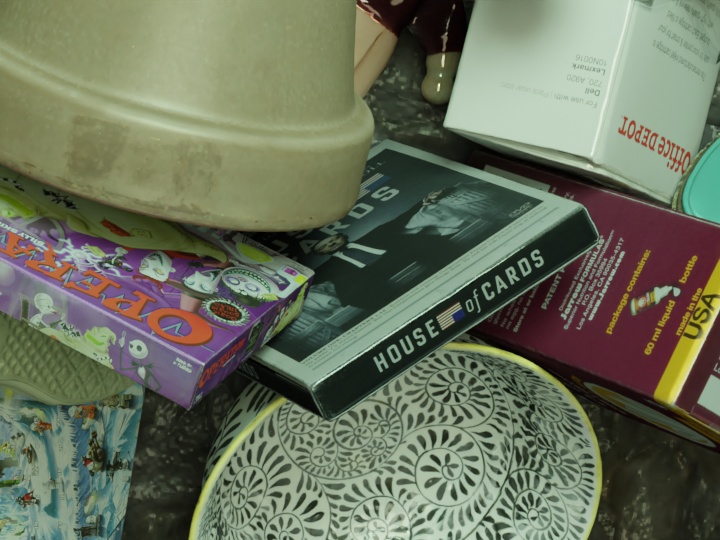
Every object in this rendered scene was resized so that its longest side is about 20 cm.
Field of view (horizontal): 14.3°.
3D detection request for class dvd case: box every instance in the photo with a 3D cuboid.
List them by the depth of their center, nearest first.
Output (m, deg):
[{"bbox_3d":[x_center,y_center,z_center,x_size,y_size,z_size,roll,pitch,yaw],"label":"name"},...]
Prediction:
[{"bbox_3d":[0.000,0.000,1.313,0.150,0.200,0.025,-34,113,-16],"label":"dvd case"}]

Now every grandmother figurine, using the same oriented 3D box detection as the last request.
[{"bbox_3d":[0.001,-0.126,1.391,0.121,0.061,0.200,37,88,-17],"label":"grandmother figurine"}]

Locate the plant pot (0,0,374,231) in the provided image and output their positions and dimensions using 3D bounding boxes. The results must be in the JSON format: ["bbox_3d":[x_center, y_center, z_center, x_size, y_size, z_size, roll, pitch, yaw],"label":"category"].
[{"bbox_3d":[-0.075,-0.132,1.244,0.200,0.200,0.175,12,109,-10],"label":"plant pot"}]

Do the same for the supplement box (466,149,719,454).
[{"bbox_3d":[0.129,0.020,1.331,0.110,0.200,0.086,30,84,-37],"label":"supplement box"}]

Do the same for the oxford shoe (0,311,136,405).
[{"bbox_3d":[-0.159,0.021,1.265,0.200,0.058,0.075,-2,107,-51],"label":"oxford shoe"}]

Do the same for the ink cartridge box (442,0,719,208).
[{"bbox_3d":[0.121,-0.141,1.360,0.084,0.146,0.200,14,88,24],"label":"ink cartridge box"}]

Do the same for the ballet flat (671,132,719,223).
[{"bbox_3d":[0.226,-0.066,1.418,0.068,0.075,0.200,39,70,15],"label":"ballet flat"}]

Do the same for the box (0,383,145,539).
[{"bbox_3d":[-0.166,0.056,1.329,0.137,0.040,0.201,2,103,-37],"label":"box"}]

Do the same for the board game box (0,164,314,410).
[{"bbox_3d":[-0.131,-0.015,1.230,0.200,0.120,0.032,27,121,11],"label":"board game box"}]

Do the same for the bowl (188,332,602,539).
[{"bbox_3d":[0.005,0.091,1.361,0.200,0.094,0.201,-9,127,-13],"label":"bowl"}]
